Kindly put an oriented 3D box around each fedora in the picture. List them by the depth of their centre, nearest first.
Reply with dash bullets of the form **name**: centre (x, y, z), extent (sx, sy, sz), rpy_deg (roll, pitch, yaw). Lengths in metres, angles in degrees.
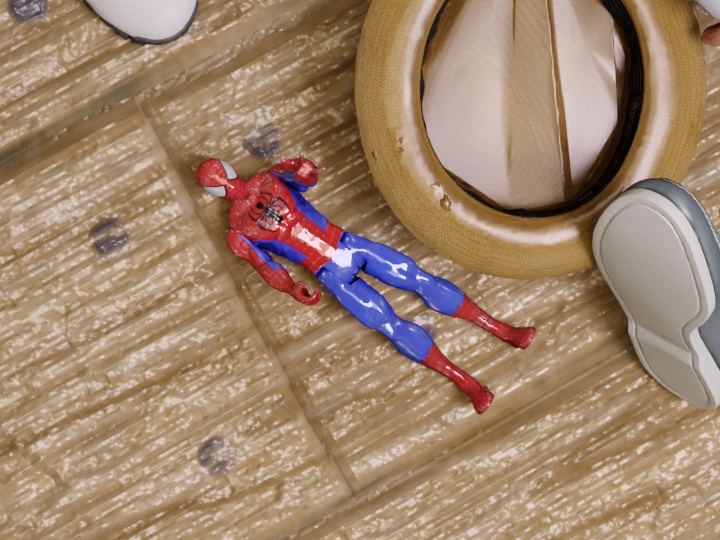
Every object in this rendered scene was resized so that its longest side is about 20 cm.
- **fedora**: centre (0.084, -0.097, 1.434), extent (0.200, 0.082, 0.201), rpy_deg (0, 93, -8)

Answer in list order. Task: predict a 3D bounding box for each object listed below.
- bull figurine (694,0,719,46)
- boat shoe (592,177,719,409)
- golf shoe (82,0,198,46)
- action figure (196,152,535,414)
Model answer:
- **bull figurine**: centre (0.159, -0.189, 1.378), extent (0.200, 0.065, 0.122), rpy_deg (26, 62, -13)
- **boat shoe**: centre (0.171, 0.000, 1.413), extent (0.073, 0.200, 0.062), rpy_deg (30, 71, 28)
- **golf shoe**: centre (-0.129, -0.201, 1.381), extent (0.078, 0.094, 0.200), rpy_deg (-22, 112, -7)
- **action figure**: centre (0.000, 0.000, 1.424), extent (0.200, 0.099, 0.065), rpy_deg (33, 88, -6)
